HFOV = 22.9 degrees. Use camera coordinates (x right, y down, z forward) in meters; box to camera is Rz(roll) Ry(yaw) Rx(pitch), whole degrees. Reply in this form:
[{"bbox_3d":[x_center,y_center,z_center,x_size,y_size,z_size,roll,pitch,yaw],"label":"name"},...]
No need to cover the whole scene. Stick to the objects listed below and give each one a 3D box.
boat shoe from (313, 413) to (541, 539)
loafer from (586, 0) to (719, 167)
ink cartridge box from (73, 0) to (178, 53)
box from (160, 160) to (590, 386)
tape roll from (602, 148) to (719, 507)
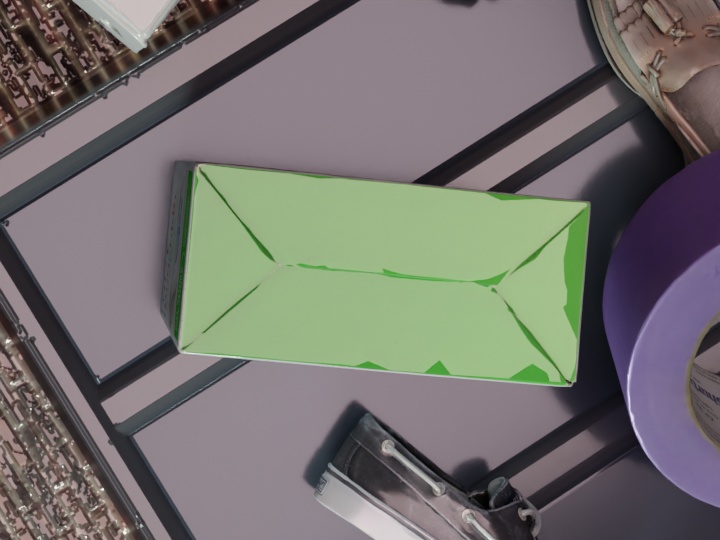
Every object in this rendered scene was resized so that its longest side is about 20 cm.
[{"bbox_3d":[0.072,0.151,1.011,0.199,0.072,0.068,33,90,-2],"label":"boat shoe"},{"bbox_3d":[0.198,-0.103,1.012,0.071,0.063,0.201,-31,98,-5],"label":"loafer"},{"bbox_3d":[-0.085,-0.218,0.919,0.084,0.146,0.201,38,88,-10],"label":"ink cartridge box"},{"bbox_3d":[0.000,0.000,0.932,0.197,0.176,0.098,5,93,-9],"label":"box"},{"bbox_3d":[0.237,0.031,0.974,0.197,0.085,0.202,-2,122,-3],"label":"tape roll"}]
